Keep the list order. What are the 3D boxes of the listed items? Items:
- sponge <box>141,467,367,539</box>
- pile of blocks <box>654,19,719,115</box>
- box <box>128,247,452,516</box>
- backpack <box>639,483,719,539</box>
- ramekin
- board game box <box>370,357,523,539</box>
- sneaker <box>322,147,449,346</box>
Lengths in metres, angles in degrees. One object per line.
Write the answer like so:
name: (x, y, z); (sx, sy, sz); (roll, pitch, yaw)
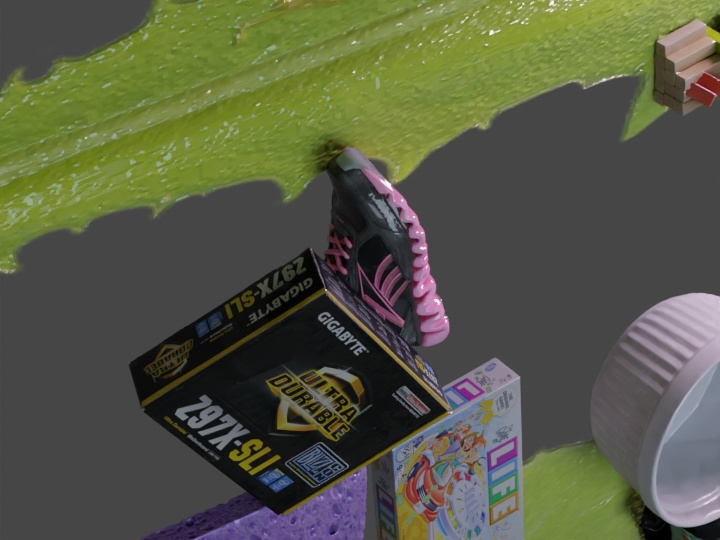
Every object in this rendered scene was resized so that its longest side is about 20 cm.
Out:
sponge: (-0.082, 0.221, 1.600); (0.199, 0.030, 0.112); (-21, 130, -30)
pile of blocks: (0.325, -0.165, 1.674); (0.199, 0.062, 0.082); (-6, 122, -40)
box: (-0.048, 0.086, 1.482); (0.159, 0.049, 0.200); (-31, 140, 12)
backpack: (0.355, 0.253, 1.946); (0.167, 0.126, 0.201); (-35, 141, -26)
ramekin: (0.295, 0.115, 1.812); (0.200, 0.105, 0.201); (-24, 132, -29)
board game box: (0.075, 0.185, 1.713); (0.134, 0.034, 0.201); (-28, 133, -26)
sneaker: (0.000, 0.000, 1.496); (0.095, 0.079, 0.200); (-28, 133, -9)
